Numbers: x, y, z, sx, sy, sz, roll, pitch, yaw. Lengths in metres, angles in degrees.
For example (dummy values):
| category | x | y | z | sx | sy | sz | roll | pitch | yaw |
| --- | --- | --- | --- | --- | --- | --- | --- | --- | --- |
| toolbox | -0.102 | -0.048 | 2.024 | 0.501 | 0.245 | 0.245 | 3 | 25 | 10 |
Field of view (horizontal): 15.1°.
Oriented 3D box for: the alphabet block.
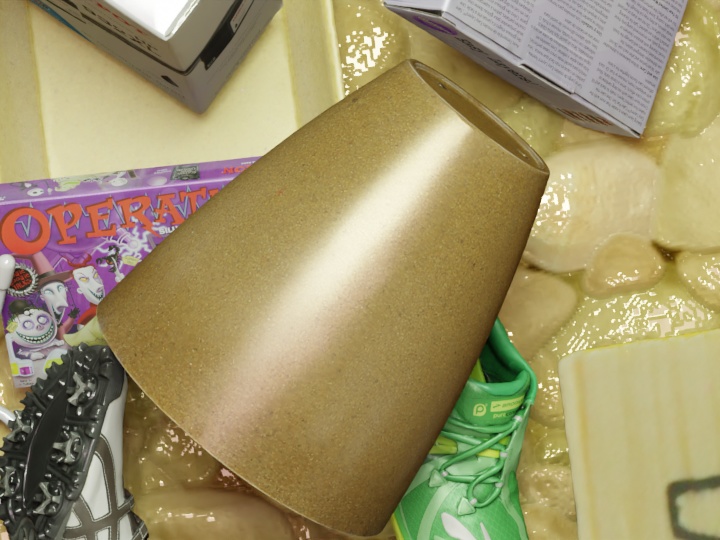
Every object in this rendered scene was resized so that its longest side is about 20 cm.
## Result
| category | x | y | z | sx | sy | sz | roll | pitch | yaw |
| --- | --- | --- | --- | --- | --- | --- | --- | --- | --- |
| alphabet block | 0.222 | 0.137 | 1.362 | 0.196 | 0.195 | 0.201 | -9 | 77 | 14 |

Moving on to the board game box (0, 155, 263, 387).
| category | x | y | z | sx | sy | sz | roll | pitch | yaw |
| --- | --- | --- | --- | --- | --- | --- | --- | --- | --- |
| board game box | -0.098 | -0.001 | 1.473 | 0.199 | 0.032 | 0.120 | -6 | 117 | 0 |

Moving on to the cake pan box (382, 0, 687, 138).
| category | x | y | z | sx | sy | sz | roll | pitch | yaw |
| --- | --- | --- | --- | --- | --- | --- | --- | --- | --- |
| cake pan box | 0.110 | -0.189 | 1.449 | 0.052 | 0.200 | 0.185 | 11 | 81 | 42 |

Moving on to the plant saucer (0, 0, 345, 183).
| category | x | y | z | sx | sy | sz | roll | pitch | yaw |
| --- | --- | --- | --- | --- | --- | --- | --- | --- | --- |
| plant saucer | -0.110 | -0.115 | 1.511 | 0.199 | 0.048 | 0.201 | -8 | 82 | 1 |

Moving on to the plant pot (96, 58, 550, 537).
| category | x | y | z | sx | sy | sz | roll | pitch | yaw |
| --- | --- | --- | --- | --- | --- | --- | --- | --- | --- |
| plant pot | 0.000 | 0.000 | 1.373 | 0.186 | 0.186 | 0.200 | 41 | 102 | 6 |

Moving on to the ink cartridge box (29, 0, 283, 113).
| category | x | y | z | sx | sy | sz | roll | pitch | yaw |
| --- | --- | --- | --- | --- | --- | --- | --- | --- | --- |
| ink cartridge box | -0.124 | -0.168 | 1.393 | 0.145 | 0.200 | 0.084 | 35 | 85 | 5 |

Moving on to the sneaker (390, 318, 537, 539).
| category | x | y | z | sx | sy | sz | roll | pitch | yaw |
| --- | --- | --- | --- | --- | --- | --- | --- | --- | --- |
| sneaker | 0.054 | 0.087 | 1.459 | 0.074 | 0.084 | 0.201 | -10 | 83 | -28 |

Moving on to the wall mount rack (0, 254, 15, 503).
| category | x | y | z | sx | sy | sz | roll | pitch | yaw |
| --- | --- | --- | --- | --- | --- | --- | --- | --- | --- |
| wall mount rack | -0.267 | 0.053 | 1.475 | 0.199 | 0.075 | 0.174 | 21 | 92 | 3 |

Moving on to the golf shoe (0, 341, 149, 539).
| category | x | y | z | sx | sy | sz | roll | pitch | yaw |
| --- | --- | --- | --- | --- | --- | --- | --- | --- | --- |
| golf shoe | -0.149 | 0.139 | 1.468 | 0.094 | 0.078 | 0.201 | 13 | 93 | -39 |
